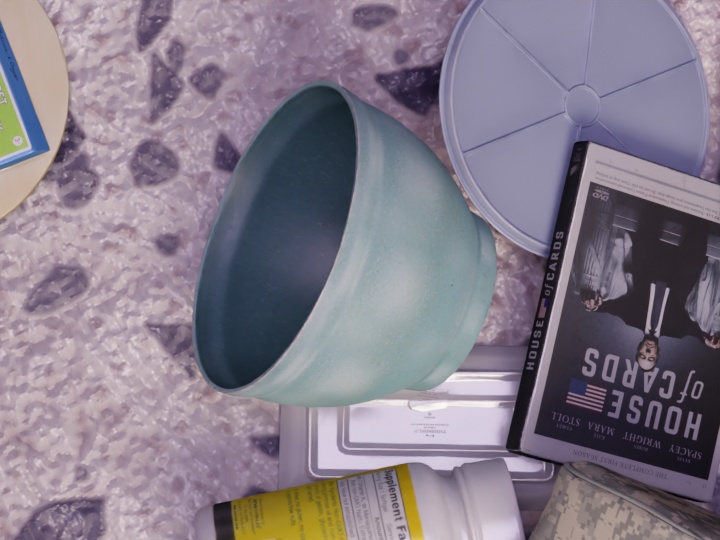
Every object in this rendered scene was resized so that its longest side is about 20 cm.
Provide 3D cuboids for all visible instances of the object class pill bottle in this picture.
[{"bbox_3d":[0.003,0.184,1.416,0.198,0.114,0.115,-11,85,-2],"label":"pill bottle"}]

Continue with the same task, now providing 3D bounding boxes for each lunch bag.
[{"bbox_3d":[0.180,0.229,1.365,0.139,0.199,0.169,28,93,43],"label":"lunch bag"}]

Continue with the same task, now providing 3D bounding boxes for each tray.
[{"bbox_3d":[0.046,0.101,1.471,0.198,0.022,0.108,1,83,-1],"label":"tray"}]

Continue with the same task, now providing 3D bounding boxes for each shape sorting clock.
[{"bbox_3d":[-0.289,-0.116,1.478,0.198,0.039,0.202,0,83,-1],"label":"shape sorting clock"}]

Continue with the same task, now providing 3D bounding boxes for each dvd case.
[{"bbox_3d":[0.181,0.034,1.449,0.149,0.025,0.202,16,83,-24],"label":"dvd case"}]

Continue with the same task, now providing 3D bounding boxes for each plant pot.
[{"bbox_3d":[0.000,0.000,1.410,0.133,0.200,0.202,21,84,-26],"label":"plant pot"}]

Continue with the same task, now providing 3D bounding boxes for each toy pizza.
[{"bbox_3d":[0.137,-0.105,1.467,0.198,0.032,0.202,2,86,-23],"label":"toy pizza"}]
